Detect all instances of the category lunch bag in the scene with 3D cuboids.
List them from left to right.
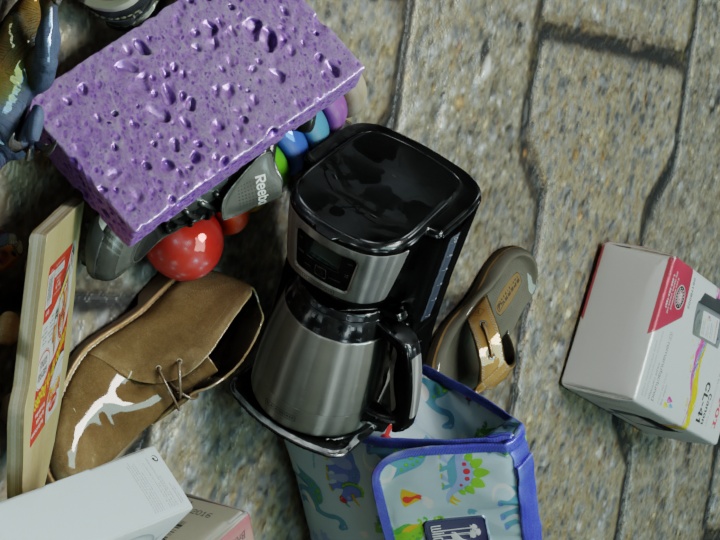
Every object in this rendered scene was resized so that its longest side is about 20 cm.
[{"bbox_3d":[0.051,0.171,1.550,0.127,0.199,0.171,-43,132,-40],"label":"lunch bag"}]

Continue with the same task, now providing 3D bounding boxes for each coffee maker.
[{"bbox_3d":[0.000,0.000,1.458,0.192,0.134,0.201,-75,-178,-53],"label":"coffee maker"}]

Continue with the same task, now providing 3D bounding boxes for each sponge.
[{"bbox_3d":[-0.107,-0.113,1.301,0.200,0.112,0.030,-37,172,-25],"label":"sponge"}]

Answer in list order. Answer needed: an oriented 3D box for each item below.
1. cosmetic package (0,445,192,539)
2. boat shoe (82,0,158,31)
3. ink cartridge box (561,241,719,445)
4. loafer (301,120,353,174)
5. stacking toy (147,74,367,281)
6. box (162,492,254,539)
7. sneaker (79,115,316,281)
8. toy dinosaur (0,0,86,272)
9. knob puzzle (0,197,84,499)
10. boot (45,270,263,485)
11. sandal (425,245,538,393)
[{"bbox_3d":[-0.212,0.194,1.210,0.150,0.052,0.200,-14,154,-50],"label":"cosmetic package"},{"bbox_3d":[-0.135,-0.252,1.301,0.068,0.071,0.201,43,61,-71],"label":"boat shoe"},{"bbox_3d":[0.289,0.073,1.960,0.200,0.085,0.148,27,77,-53],"label":"ink cartridge box"},{"bbox_3d":[0.009,-0.054,1.558,0.200,0.072,0.073,62,29,-47],"label":"loafer"},{"bbox_3d":[-0.082,-0.075,1.415,0.200,0.085,0.085,-53,138,-22],"label":"stacking toy"},{"bbox_3d":[-0.136,0.267,1.391,0.128,0.109,0.201,-38,128,-44],"label":"box"},{"bbox_3d":[-0.100,-0.063,1.335,0.200,0.090,0.067,-52,166,-19],"label":"sneaker"},{"bbox_3d":[-0.205,-0.096,1.223,0.200,0.105,0.182,-44,152,-53],"label":"toy dinosaur"},{"bbox_3d":[-0.204,0.063,1.238,0.220,0.030,0.221,-173,-90,-88],"label":"knob puzzle"},{"bbox_3d":[-0.140,0.071,1.364,0.200,0.075,0.074,-52,139,-32],"label":"boot"},{"bbox_3d":[0.111,0.063,1.731,0.200,0.054,0.082,-54,138,-31],"label":"sandal"}]
